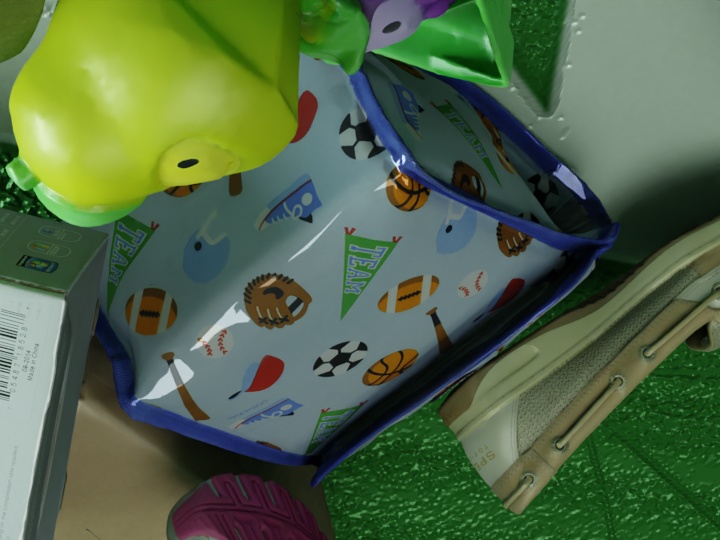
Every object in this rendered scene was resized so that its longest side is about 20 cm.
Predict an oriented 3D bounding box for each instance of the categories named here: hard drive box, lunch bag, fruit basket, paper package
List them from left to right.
[{"bbox_3d":[-0.214,0.043,1.056,0.199,0.077,0.157,15,111,3],"label":"hard drive box"},{"bbox_3d":[-0.136,0.115,1.207,0.190,0.104,0.200,-37,132,17],"label":"paper package"},{"bbox_3d":[-0.029,-0.097,0.944,0.155,0.216,0.216,18,132,10],"label":"fruit basket"},{"bbox_3d":[0.000,0.000,1.134,0.170,0.124,0.200,-39,147,18],"label":"lunch bag"}]

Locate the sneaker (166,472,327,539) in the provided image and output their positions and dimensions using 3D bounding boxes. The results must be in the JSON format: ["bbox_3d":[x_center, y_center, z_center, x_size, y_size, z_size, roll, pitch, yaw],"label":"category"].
[{"bbox_3d":[-0.038,0.166,1.156,0.088,0.082,0.200,-28,132,7],"label":"sneaker"}]

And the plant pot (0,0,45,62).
[{"bbox_3d":[-0.213,-0.129,0.924,0.189,0.200,0.201,-7,135,-28],"label":"plant pot"}]

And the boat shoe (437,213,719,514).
[{"bbox_3d":[0.131,0.032,1.199,0.200,0.063,0.073,-31,171,-16],"label":"boat shoe"}]
